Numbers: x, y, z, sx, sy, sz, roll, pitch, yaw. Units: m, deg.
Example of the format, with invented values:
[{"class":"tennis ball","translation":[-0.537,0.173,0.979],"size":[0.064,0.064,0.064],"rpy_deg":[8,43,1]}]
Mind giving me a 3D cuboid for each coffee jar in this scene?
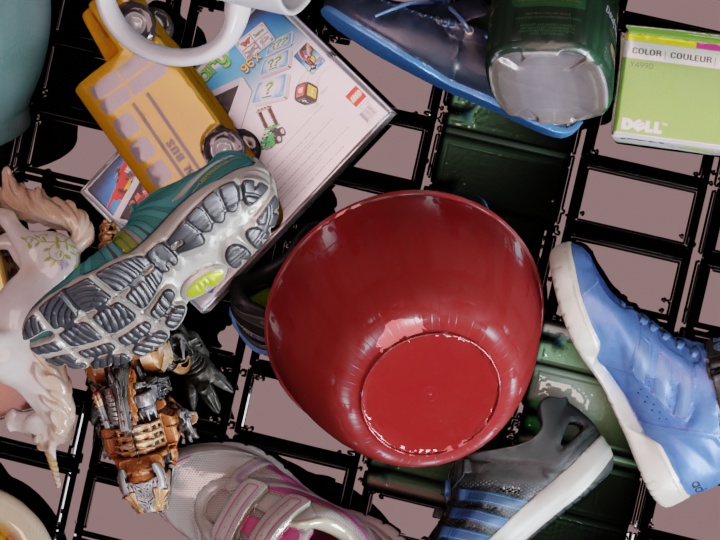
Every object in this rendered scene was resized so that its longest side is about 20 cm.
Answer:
[{"class":"coffee jar","translation":[0.135,-0.208,1.682],"size":[0.085,0.104,0.201],"rpy_deg":[1,65,12]}]

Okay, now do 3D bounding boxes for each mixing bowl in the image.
[{"class":"mixing bowl","translation":[0.038,0.059,1.689],"size":[0.199,0.108,0.201],"rpy_deg":[-4,119,-7]}]

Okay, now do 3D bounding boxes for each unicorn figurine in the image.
[{"class":"unicorn figurine","translation":[-0.243,0.037,1.730],"size":[0.137,0.074,0.201],"rpy_deg":[21,91,2]}]

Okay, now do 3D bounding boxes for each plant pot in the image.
[{"class":"plant pot","translation":[-0.303,-0.149,1.734],"size":[0.200,0.200,0.135],"rpy_deg":[-10,108,7]}]

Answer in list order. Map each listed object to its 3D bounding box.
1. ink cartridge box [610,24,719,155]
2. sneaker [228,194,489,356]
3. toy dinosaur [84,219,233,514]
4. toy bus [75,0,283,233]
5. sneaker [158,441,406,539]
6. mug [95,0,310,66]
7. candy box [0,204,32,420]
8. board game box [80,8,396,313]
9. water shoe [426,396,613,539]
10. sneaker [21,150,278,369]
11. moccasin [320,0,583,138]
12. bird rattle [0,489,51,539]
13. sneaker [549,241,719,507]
[{"class":"ink cartridge box","translation":[0.242,-0.116,1.655],"size":[0.147,0.200,0.076],"rpy_deg":[8,93,7]},{"class":"sneaker","translation":[0.000,0.000,1.741],"size":[0.199,0.083,0.071],"rpy_deg":[-22,55,7]},{"class":"toy dinosaur","translation":[-0.152,0.069,1.735],"size":[0.102,0.136,0.201],"rpy_deg":[8,83,11]},{"class":"toy bus","translation":[-0.131,-0.101,1.733],"size":[0.078,0.065,0.200],"rpy_deg":[-36,87,8]},{"class":"sneaker","translation":[-0.059,0.181,1.755],"size":[0.199,0.088,0.082],"rpy_deg":[22,94,6]},{"class":"mug","translation":[-0.116,-0.235,1.651],"size":[0.175,0.148,0.201],"rpy_deg":[14,106,14]},{"class":"candy box","translation":[-0.305,0.017,1.798],"size":[0.116,0.056,0.201],"rpy_deg":[-15,91,6]},{"class":"board game box","translation":[-0.087,-0.084,1.778],"size":[0.126,0.035,0.200],"rpy_deg":[45,96,5]},{"class":"water shoe","translation":[0.083,0.168,1.750],"size":[0.200,0.072,0.079],"rpy_deg":[-37,81,-6]},{"class":"sneaker","translation":[-0.140,-0.007,1.671],"size":[0.200,0.080,0.078],"rpy_deg":[-36,123,3]},{"class":"moccasin","translation":[0.071,-0.161,1.746],"size":[0.200,0.080,0.068],"rpy_deg":[25,90,-9]},{"class":"bird rattle","translation":[-0.290,0.236,1.784],"size":[0.200,0.113,0.163],"rpy_deg":[43,79,1]},{"class":"sneaker","translation":[0.216,0.055,1.723],"size":[0.111,0.077,0.200],"rpy_deg":[-26,93,13]}]
